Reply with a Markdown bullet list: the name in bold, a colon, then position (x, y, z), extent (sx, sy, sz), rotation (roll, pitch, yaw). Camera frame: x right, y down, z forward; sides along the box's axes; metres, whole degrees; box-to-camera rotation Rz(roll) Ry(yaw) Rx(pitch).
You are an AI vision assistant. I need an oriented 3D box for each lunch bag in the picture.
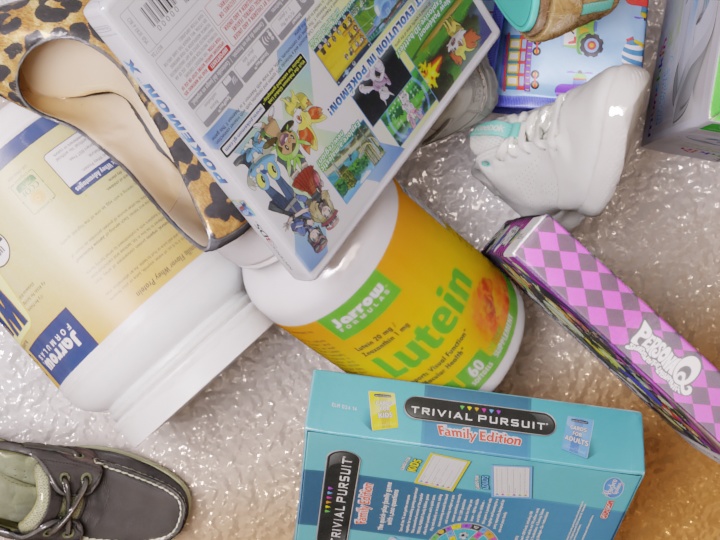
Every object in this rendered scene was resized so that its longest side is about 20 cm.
- **lunch bag**: position (0.087, -0.179, 0.871), extent (0.199, 0.094, 0.152), rotation (5, 92, 12)

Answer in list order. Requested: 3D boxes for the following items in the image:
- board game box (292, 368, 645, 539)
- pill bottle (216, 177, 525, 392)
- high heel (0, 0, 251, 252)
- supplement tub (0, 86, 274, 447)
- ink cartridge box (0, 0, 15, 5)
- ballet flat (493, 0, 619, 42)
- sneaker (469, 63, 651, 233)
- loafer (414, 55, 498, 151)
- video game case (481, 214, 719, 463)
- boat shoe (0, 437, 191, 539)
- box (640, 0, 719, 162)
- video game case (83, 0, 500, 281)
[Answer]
- **board game box**: position (0.061, 0.135, 0.837), extent (0.199, 0.151, 0.047), rotation (8, 49, 0)
- **pill bottle**: position (0.000, 0.000, 0.806), extent (0.200, 0.111, 0.111), rotation (38, 90, -35)
- **high heel**: position (-0.145, -0.078, 0.715), extent (0.199, 0.072, 0.143), rotation (9, 46, -6)
- **supplement tub**: position (-0.160, -0.004, 0.832), extent (0.144, 0.144, 0.200), rotation (-42, 90, 0)
- **ink cartridge box**: position (-0.276, -0.175, 0.847), extent (0.200, 0.050, 0.109), rotation (-32, 91, -44)
- **ballet flat**: position (0.091, -0.198, 0.784), extent (0.072, 0.200, 0.068), rotation (-7, 128, -21)
- **sneaker**: position (0.110, -0.073, 0.806), extent (0.088, 0.200, 0.076), rotation (22, 73, 0)
- **loafer**: position (-0.011, -0.091, 0.840), extent (0.199, 0.070, 0.070), rotation (-21, 93, 28)
- **video game case**: position (0.164, 0.044, 0.817), extent (0.200, 0.181, 0.036), rotation (43, 90, -1)
- **boat shoe**: position (-0.206, 0.145, 0.858), extent (0.200, 0.066, 0.072), rotation (16, 93, -13)
- **box**: position (0.252, -0.171, 0.817), extent (0.096, 0.176, 0.201), rotation (10, 91, -1)
- **video game case**: position (-0.024, -0.129, 0.697), extent (0.200, 0.022, 0.183), rotation (-54, 124, -26)
